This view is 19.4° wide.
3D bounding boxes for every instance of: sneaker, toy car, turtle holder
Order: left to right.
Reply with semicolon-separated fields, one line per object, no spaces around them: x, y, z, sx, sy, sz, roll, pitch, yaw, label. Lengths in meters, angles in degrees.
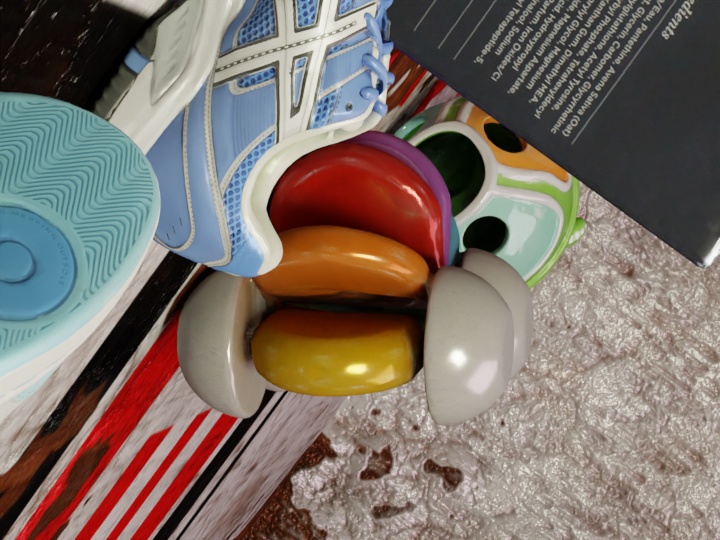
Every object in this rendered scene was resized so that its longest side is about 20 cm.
-0.136;0.044;0.514;0.200;0.080;0.131;-39;166;-31;sneaker
-0.014;-0.088;0.704;0.200;0.077;0.076;-55;173;11;sneaker
0.000;0.000;1.143;0.200;0.175;0.150;-29;119;-77;toy car
0.051;-0.042;1.412;0.185;0.141;0.132;-14;167;16;turtle holder

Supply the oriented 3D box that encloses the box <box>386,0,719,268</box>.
0.090;-0.100;0.857;0.104;0.200;0.148;-54;175;7;box
